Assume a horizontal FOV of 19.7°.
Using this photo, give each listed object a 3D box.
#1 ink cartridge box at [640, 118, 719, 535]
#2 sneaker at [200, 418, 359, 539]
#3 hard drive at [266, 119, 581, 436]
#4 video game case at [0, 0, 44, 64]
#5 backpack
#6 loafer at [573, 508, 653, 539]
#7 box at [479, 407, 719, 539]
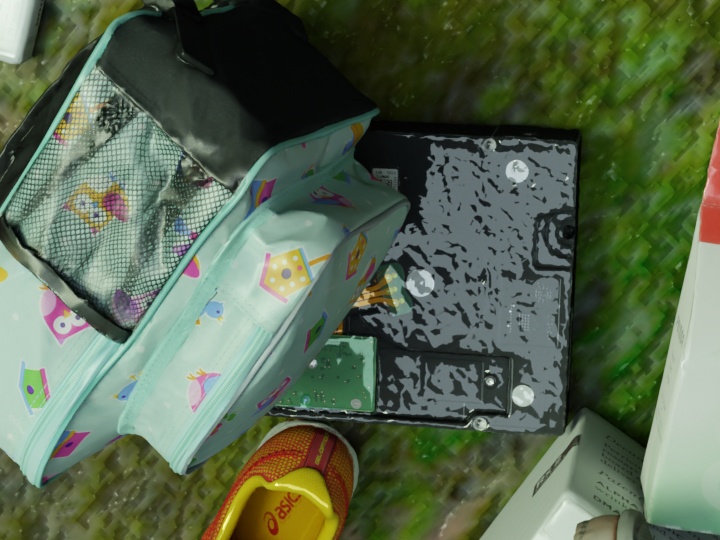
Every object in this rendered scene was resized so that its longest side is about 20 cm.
[{"bbox_3d":[0.212,0.020,0.852,0.160,0.050,0.201,9,112,-2],"label":"ink cartridge box"},{"bbox_3d":[-0.063,0.160,0.982,0.073,0.077,0.201,23,116,3],"label":"sneaker"},{"bbox_3d":[0.000,0.000,0.956,0.199,0.038,0.141,2,104,8],"label":"hard drive"},{"bbox_3d":[-0.226,-0.210,0.951,0.199,0.023,0.183,18,106,6],"label":"video game case"},{"bbox_3d":[-0.086,-0.002,0.861,0.200,0.176,0.153,-43,89,20],"label":"backpack"},{"bbox_3d":[0.099,0.195,0.836,0.062,0.072,0.201,-6,105,19],"label":"loafer"},{"bbox_3d":[0.121,0.209,0.937,0.200,0.131,0.199,35,106,1],"label":"box"}]
